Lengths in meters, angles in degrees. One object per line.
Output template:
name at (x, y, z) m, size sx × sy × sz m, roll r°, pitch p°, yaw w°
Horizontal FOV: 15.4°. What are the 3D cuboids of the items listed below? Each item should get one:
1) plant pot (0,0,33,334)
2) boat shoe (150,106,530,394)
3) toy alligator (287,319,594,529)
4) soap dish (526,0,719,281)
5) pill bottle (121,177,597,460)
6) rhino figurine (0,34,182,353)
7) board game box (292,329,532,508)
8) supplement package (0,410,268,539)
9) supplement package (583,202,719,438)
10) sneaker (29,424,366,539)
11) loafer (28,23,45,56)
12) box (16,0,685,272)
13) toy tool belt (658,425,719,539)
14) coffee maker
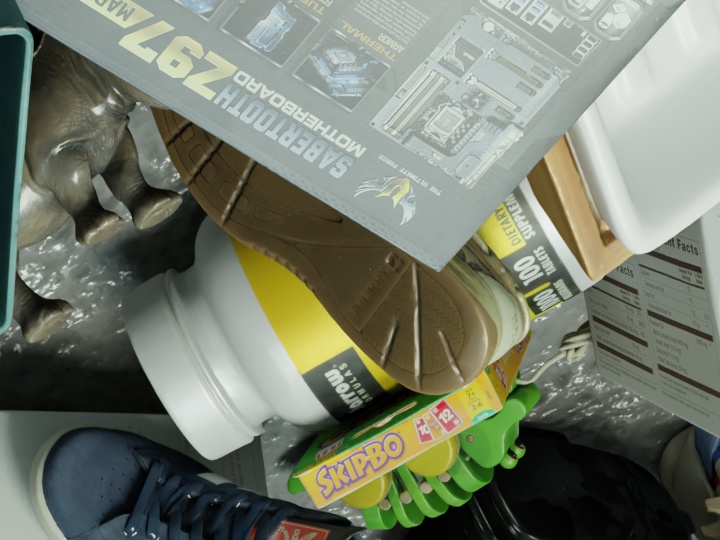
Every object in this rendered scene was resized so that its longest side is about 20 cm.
plant pot at (-0.206, -0.089, 0.901) m, size 0.140 × 0.201 × 0.142 m, roll -8°, pitch 140°, yaw -19°
boat shoe at (-0.012, -0.034, 1.098) m, size 0.073 × 0.200 × 0.063 m, roll -44°, pitch 171°, yaw 31°
toy alligator at (0.052, 0.085, 1.313) m, size 0.199 × 0.054 × 0.059 m, roll -27°, pitch -173°, yaw 26°
soap dish at (0.131, -0.117, 1.065) m, size 0.200 × 0.081 × 0.158 m, roll -36°, pitch 122°, yaw -20°
pill bottle at (0.000, 0.000, 1.177) m, size 0.199 × 0.113 × 0.113 m, roll -30°, pitch 141°, yaw 7°
rhino figurine at (-0.119, -0.050, 1.087) m, size 0.200 × 0.088 × 0.060 m, roll -44°, pitch 165°, yaw 22°
board game box at (0.027, 0.060, 1.227) m, size 0.095 × 0.030 × 0.200 m, roll -30°, pitch -179°, yaw 11°
supplement package at (-0.152, 0.137, 1.230) m, size 0.199 × 0.118 × 0.117 m, roll 3°, pitch 158°, yaw -29°
supplement package at (0.216, -0.014, 1.196) m, size 0.199 × 0.156 × 0.112 m, roll -16°, pitch 104°, yaw -15°
sneaker at (-0.048, 0.122, 1.170) m, size 0.199 × 0.075 × 0.084 m, roll 30°, pitch 152°, yaw -18°
loafer at (-0.162, -0.095, 1.019) m, size 0.073 × 0.072 × 0.200 m, roll 4°, pitch 133°, yaw -31°
box at (-0.003, -0.109, 0.903) m, size 0.199 × 0.051 × 0.158 m, roll 30°, pitch 115°, yaw -24°
toy tool belt at (0.231, 0.103, 1.404) m, size 0.124 × 0.123 × 0.201 m, roll -14°, pitch 140°, yaw -12°
coffee maker at (0.057, 0.193, 1.394) m, size 0.191 × 0.135 × 0.201 m, roll -9°, pitch 133°, yaw -42°
